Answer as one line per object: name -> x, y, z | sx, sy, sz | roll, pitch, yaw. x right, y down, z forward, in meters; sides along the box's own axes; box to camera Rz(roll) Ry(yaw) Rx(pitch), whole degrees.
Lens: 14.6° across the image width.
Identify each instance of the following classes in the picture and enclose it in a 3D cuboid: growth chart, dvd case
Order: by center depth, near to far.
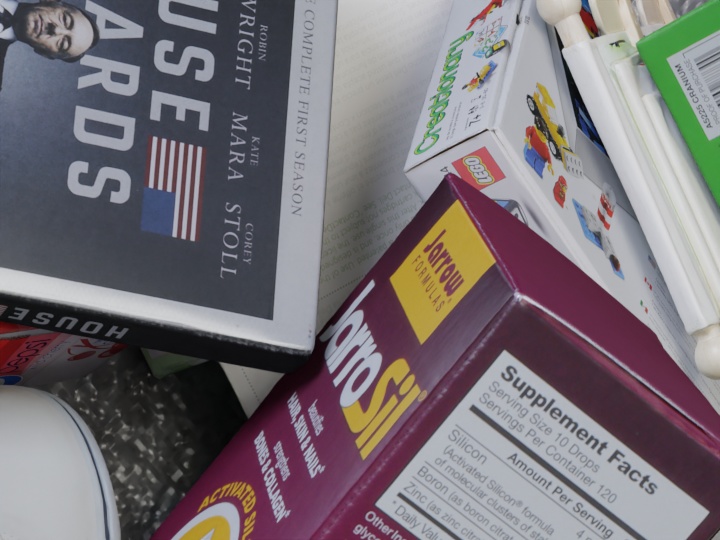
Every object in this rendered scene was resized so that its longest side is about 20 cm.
dvd case -> -0.102, -0.062, 0.748 | 0.199, 0.025, 0.151 | 11, 69, -20
growth chart -> 0.119, -0.026, 0.897 | 0.200, 0.018, 0.146 | 7, 60, -63

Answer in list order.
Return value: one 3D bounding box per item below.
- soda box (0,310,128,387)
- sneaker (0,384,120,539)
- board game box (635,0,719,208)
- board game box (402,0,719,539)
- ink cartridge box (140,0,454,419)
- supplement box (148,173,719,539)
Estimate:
soda box -> -0.115, -0.069, 0.800 | 0.063, 0.070, 0.201 | -8, 75, -32
sneaker -> -0.105, 0.101, 0.712 | 0.072, 0.071, 0.201 | 2, 49, 7
board game box -> 0.168, -0.032, 0.927 | 0.154, 0.040, 0.200 | 63, 25, -1
board game box -> 0.088, 0.007, 0.868 | 0.200, 0.034, 0.127 | 54, 27, -22
ink cartridge box -> 0.000, 0.000, 0.874 | 0.145, 0.048, 0.201 | -28, 95, -33
supplement box -> 0.001, 0.087, 0.755 | 0.085, 0.110, 0.200 | 37, 99, -17
